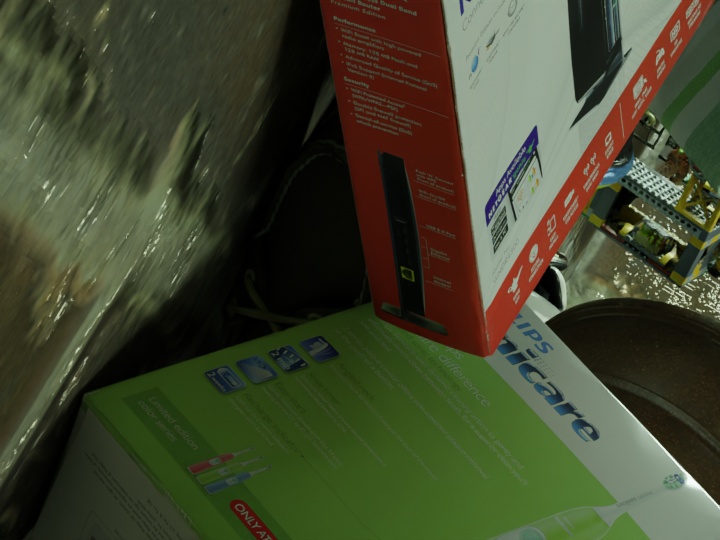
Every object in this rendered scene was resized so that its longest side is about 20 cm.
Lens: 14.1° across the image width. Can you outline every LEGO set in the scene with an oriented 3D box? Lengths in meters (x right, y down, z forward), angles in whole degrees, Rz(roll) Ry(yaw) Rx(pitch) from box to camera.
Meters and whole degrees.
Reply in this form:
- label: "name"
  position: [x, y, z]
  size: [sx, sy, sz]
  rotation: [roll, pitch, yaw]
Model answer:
- label: "LEGO set"
  position: [0.146, -0.091, 1.421]
  size: [0.153, 0.200, 0.116]
  rotation: [-17, 140, -49]

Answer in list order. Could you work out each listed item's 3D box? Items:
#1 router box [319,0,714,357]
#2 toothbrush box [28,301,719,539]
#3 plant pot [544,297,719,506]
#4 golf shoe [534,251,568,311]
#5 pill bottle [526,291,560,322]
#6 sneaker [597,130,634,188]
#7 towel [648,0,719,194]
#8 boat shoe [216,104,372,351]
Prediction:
- label: "router box"
  position: [0.061, -0.102, 1.006]
  size: [0.200, 0.049, 0.180]
  rotation: [-56, 153, -31]
- label: "toothbrush box"
  position: [0.009, 0.094, 1.007]
  size: [0.199, 0.146, 0.086]
  rotation: [-19, 144, -41]
- label: "plant pot"
  position: [0.080, 0.142, 1.180]
  size: [0.198, 0.200, 0.201]
  rotation: [-33, 157, -42]
- label: "golf shoe"
  position: [0.070, -0.002, 1.571]
  size: [0.078, 0.094, 0.200]
  rotation: [-64, 174, 27]
- label: "pill bottle"
  position: [0.009, 0.086, 1.414]
  size: [0.201, 0.112, 0.112]
  rotation: [-60, 173, -5]
- label: "sneaker"
  position: [0.076, -0.106, 1.163]
  size: [0.200, 0.070, 0.083]
  rotation: [-85, 179, -47]
- label: "towel"
  position: [0.166, -0.145, 1.288]
  size: [0.153, 0.200, 0.023]
  rotation: [-47, 133, 14]
- label: "boat shoe"
  position: [-0.019, 0.024, 1.104]
  size: [0.060, 0.072, 0.202]
  rotation: [-32, 149, -36]
